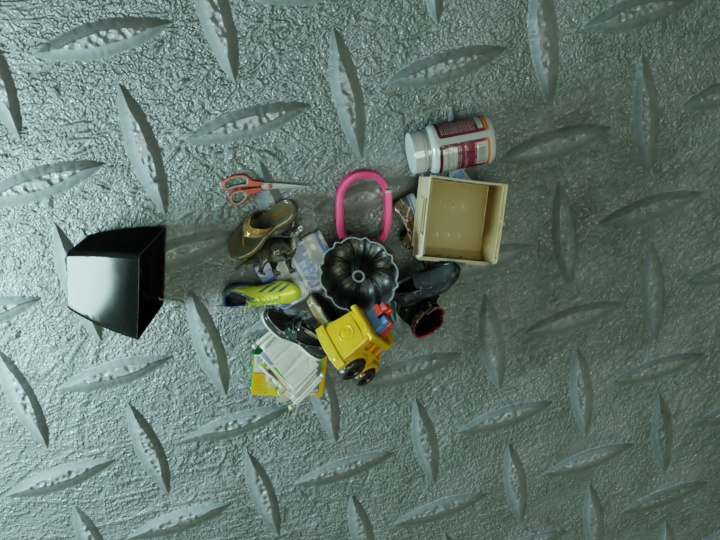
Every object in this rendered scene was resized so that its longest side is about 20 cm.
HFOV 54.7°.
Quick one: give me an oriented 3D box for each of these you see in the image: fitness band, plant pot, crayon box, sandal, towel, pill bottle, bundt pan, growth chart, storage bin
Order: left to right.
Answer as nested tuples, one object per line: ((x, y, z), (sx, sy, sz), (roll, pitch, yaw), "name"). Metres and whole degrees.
((-0.558, 0.014, 1.585), (0.173, 0.201, 0.204), (7, 111, -2), "plant pot")
((-0.237, -0.106, 1.648), (0.198, 0.081, 0.054), (-36, 158, 0), "sandal")
((-0.185, 0.235, 1.759), (0.143, 0.018, 0.202), (-33, 86, -18), "growth chart")
((-0.188, 0.263, 1.821), (0.195, 0.058, 0.122), (3, 111, -12), "crayon box")
((-0.152, 0.004, 1.744), (0.197, 0.024, 0.149), (-28, 113, 1), "towel")
((0.000, 0.000, 1.699), (0.197, 0.076, 0.207), (3, 113, 7), "bundt pan")
((0.008, -0.145, 1.708), (0.140, 0.038, 0.205), (-3, 111, -9), "fitness band")
((0.211, -0.294, 1.646), (0.195, 0.115, 0.117), (-11, 114, -6), "pill bottle")
((0.233, -0.118, 1.671), (0.195, 0.094, 0.204), (4, 98, -15), "storage bin")

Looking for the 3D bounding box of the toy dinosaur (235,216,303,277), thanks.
((-0.208, -0.042, 1.689), (0.196, 0.104, 0.077), (-24, 146, 12), "toy dinosaur")

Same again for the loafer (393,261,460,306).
((0.155, 0.030, 1.703), (0.198, 0.069, 0.070), (-28, 134, 34), "loafer")

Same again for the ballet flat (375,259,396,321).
((0.048, 0.039, 1.781), (0.069, 0.069, 0.205), (-4, 109, 10), "ballet flat")

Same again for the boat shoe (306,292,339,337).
((-0.089, 0.146, 1.788), (0.075, 0.072, 0.201), (-27, 119, 16), "boat shoe")

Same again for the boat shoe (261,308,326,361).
((-0.155, 0.151, 1.740), (0.198, 0.075, 0.066), (40, 134, -11), "boat shoe")

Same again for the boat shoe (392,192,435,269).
((0.133, -0.089, 1.743), (0.071, 0.072, 0.204), (-19, 104, 3), "boat shoe")

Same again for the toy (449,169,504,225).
((0.274, -0.145, 1.754), (0.115, 0.047, 0.200), (-41, 114, 5), "toy")

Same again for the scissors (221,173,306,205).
((-0.228, -0.206, 1.649), (0.195, 0.014, 0.075), (-14, 112, -4), "scissors")

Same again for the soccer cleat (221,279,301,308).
((-0.243, 0.067, 1.701), (0.195, 0.084, 0.066), (-1, 116, 3), "soccer cleat")

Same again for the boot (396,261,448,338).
((0.182, 0.074, 1.767), (0.200, 0.151, 0.073), (-43, 113, 7), "boot")

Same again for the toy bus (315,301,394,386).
((0.015, 0.163, 1.685), (0.191, 0.137, 0.200), (-39, 149, 6), "toy bus")
